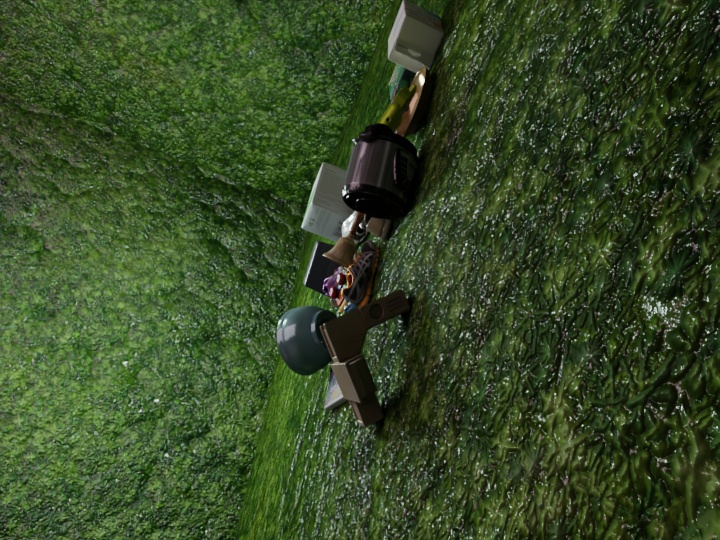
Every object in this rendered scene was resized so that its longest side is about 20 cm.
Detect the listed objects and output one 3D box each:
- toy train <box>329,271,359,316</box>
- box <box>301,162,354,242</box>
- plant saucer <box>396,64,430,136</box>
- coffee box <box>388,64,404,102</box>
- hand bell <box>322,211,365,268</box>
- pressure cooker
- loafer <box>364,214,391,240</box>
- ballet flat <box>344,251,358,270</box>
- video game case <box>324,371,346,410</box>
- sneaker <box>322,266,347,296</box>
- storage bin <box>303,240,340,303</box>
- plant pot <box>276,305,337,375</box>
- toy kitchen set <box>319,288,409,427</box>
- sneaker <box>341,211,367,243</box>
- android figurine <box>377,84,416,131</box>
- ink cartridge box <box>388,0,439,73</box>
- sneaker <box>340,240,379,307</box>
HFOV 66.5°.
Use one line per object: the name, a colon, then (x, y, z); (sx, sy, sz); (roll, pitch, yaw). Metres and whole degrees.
toy train: (-0.045, 0.104, 1.566); (0.202, 0.082, 0.119); (120, 150, -49)
box: (-0.084, -0.230, 1.931); (0.199, 0.194, 0.177); (128, 159, -63)
plant saucer: (0.152, -0.456, 1.510); (0.200, 0.034, 0.208); (-162, 89, -79)
coffee box: (0.137, -0.646, 1.856); (0.203, 0.042, 0.125); (-88, 19, -54)
hand bell: (-0.020, -0.112, 1.540); (0.206, 0.101, 0.104); (-66, 11, -2)
pressure cooker: (0.050, -0.249, 1.345); (0.176, 0.172, 0.207); (137, 148, -74)
loafer: (0.046, -0.157, 1.501); (0.202, 0.066, 0.078); (-93, 24, -62)
ballet flat: (-0.025, -0.032, 1.662); (0.200, 0.067, 0.072); (-131, 60, -72)
video game case: (-0.044, 0.260, 1.441); (0.200, 0.023, 0.188); (130, 154, -62)
sneaker: (-0.077, 0.042, 1.695); (0.200, 0.086, 0.083); (-168, 55, -84)
storage bin: (-0.116, -0.004, 1.921); (0.145, 0.130, 0.207); (-150, 77, -79)
plant pot: (-0.132, 0.194, 1.625); (0.132, 0.199, 0.206); (-23, 43, 38)
toy kitchen set: (0.041, 0.162, 1.036); (0.206, 0.175, 0.163); (67, 166, 4)
sneaker: (-0.017, -0.123, 1.779); (0.201, 0.073, 0.083); (122, 153, -57)
android figurine: (0.084, -0.402, 1.452); (0.202, 0.041, 0.182); (-53, 0, 8)
ink cartridge box: (0.157, -0.662, 1.568); (0.203, 0.124, 0.127); (-88, 20, -52)
sneaker: (0.000, 0.000, 1.478); (0.079, 0.075, 0.206); (121, 164, -54)
